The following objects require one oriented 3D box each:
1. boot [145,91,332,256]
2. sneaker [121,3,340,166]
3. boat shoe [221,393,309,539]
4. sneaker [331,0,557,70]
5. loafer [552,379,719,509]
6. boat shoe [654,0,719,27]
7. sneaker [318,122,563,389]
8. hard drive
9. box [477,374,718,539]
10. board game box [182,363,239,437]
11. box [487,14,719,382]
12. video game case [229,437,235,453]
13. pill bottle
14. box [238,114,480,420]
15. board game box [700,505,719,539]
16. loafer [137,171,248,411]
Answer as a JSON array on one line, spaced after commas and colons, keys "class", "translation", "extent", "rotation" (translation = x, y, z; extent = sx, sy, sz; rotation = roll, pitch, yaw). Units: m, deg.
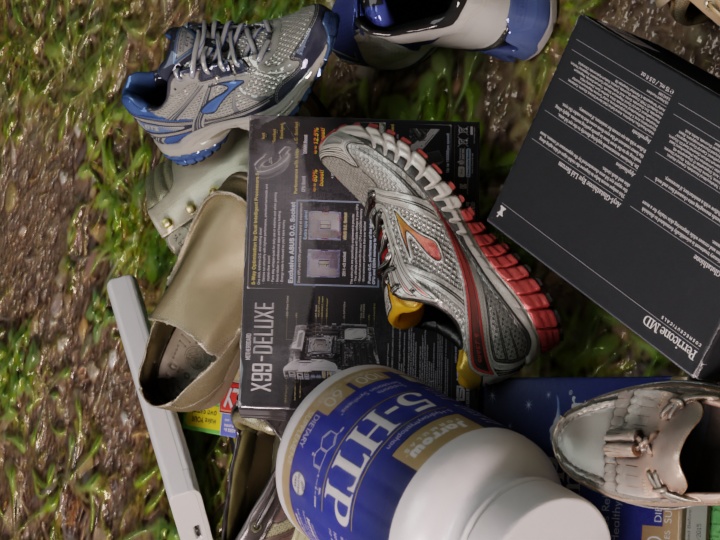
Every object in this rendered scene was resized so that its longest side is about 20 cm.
[{"class": "boot", "translation": [-0.078, -0.058, 1.324], "extent": [0.155, 0.072, 0.200], "rotation": [-41, 42, 8]}, {"class": "sneaker", "translation": [-0.099, -0.141, 1.270], "extent": [0.199, 0.085, 0.077], "rotation": [-27, 38, 39]}, {"class": "boat shoe", "translation": [-0.055, 0.103, 1.220], "extent": [0.073, 0.065, 0.201], "rotation": [-4, 79, 52]}, {"class": "sneaker", "translation": [0.029, -0.189, 1.226], "extent": [0.199, 0.115, 0.081], "rotation": [6, 86, 51]}, {"class": "loafer", "translation": [0.192, 0.094, 0.949], "extent": [0.199, 0.063, 0.072], "rotation": [4, 82, 27]}, {"class": "boat shoe", "translation": [0.196, -0.178, 1.052], "extent": [0.200, 0.071, 0.065], "rotation": [46, 116, 44]}, {"class": "sneaker", "translation": [0.036, -0.012, 1.117], "extent": [0.082, 0.078, 0.200], "rotation": [-38, 70, -8]}, {"class": "hard drive", "translation": [-0.155, 0.120, 1.400], "extent": [0.132, 0.026, 0.201], "rotation": [85, 166, -56]}, {"class": "box", "translation": [0.126, 0.125, 1.072], "extent": [0.199, 0.032, 0.122], "rotation": [-5, 78, 52]}, {"class": "board game box", "translation": [-0.057, 0.060, 1.307], "extent": [0.199, 0.029, 0.136], "rotation": [2, 84, 51]}, {"class": "box", "translation": [0.181, -0.042, 1.035], "extent": [0.200, 0.079, 0.142], "rotation": [42, 111, 46]}, {"class": "video game case", "translation": [-0.037, 0.096, 1.317], "extent": [0.181, 0.025, 0.201], "rotation": [-37, 56, 40]}, {"class": "pill bottle", "translation": [0.048, 0.139, 1.043], "extent": [0.200, 0.119, 0.120], "rotation": [24, 101, 52]}, {"class": "box", "translation": [0.000, 0.000, 1.188], "extent": [0.050, 0.157, 0.201], "rotation": [99, 172, -78]}, {"class": "board game box", "translation": [0.174, 0.155, 1.045], "extent": [0.199, 0.023, 0.106], "rotation": [-1, 79, 52]}, {"class": "loafer", "translation": [-0.106, 0.025, 1.276], "extent": [0.076, 0.067, 0.201], "rotation": [27, 118, 17]}]
